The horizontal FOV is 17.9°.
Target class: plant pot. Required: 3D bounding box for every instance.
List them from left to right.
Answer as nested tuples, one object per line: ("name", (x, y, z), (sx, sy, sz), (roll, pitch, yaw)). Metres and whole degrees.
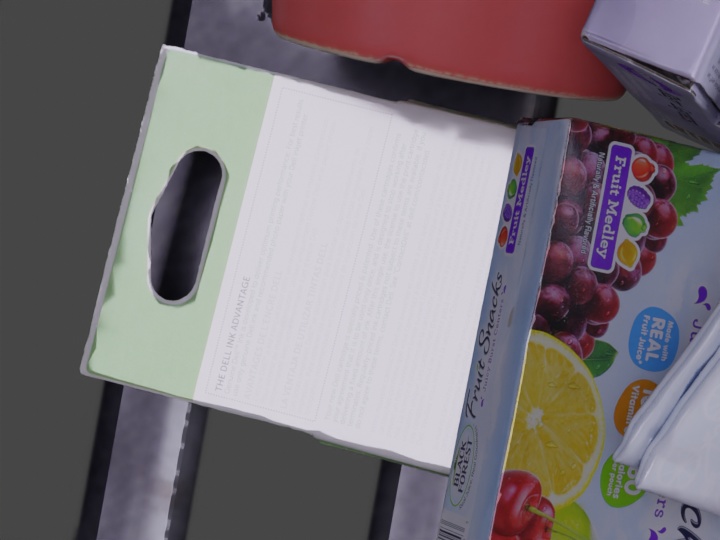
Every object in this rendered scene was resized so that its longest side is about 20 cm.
("plant pot", (0.050, -0.165, 0.879), (0.200, 0.200, 0.178), (12, 99, 9))

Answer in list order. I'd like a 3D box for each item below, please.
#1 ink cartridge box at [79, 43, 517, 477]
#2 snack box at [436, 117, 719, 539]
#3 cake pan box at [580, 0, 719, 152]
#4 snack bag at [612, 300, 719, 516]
("ink cartridge box", (0.000, 0.000, 0.942), (0.199, 0.048, 0.146), (14, 90, 9))
("snack box", (0.114, 0.052, 0.892), (0.142, 0.053, 0.201), (11, 90, -22))
("cake pan box", (0.154, -0.141, 0.847), (0.052, 0.200, 0.185), (23, 92, 17))
("snack bag", (0.210, 0.020, 0.845), (0.200, 0.188, 0.021), (-56, 40, 13))
